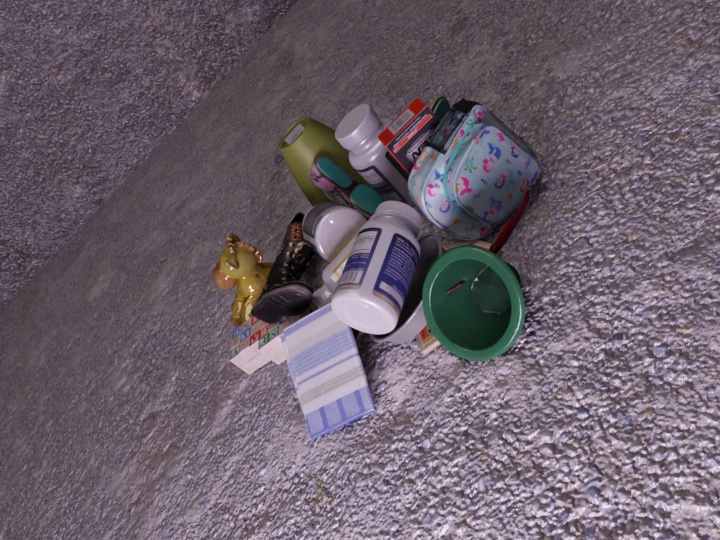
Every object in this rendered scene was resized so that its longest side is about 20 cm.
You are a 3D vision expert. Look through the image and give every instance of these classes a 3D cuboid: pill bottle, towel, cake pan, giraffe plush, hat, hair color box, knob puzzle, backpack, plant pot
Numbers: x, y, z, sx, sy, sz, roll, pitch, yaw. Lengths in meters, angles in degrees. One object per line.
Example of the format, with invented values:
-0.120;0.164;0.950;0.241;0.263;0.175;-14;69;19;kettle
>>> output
0.000;0.000;1.350;0.200;0.104;0.104;-47;30;2;pill bottle
-0.057;0.164;1.229;0.146;0.024;0.202;-31;66;27;towel
0.085;0.036;1.220;0.201;0.036;0.201;-51;19;25;cake pan
0.047;-0.226;1.452;0.119;0.200;0.120;-31;34;24;pill bottle
-0.248;0.015;1.594;0.201;0.162;0.172;-54;30;-9;giraffe plush
0.212;0.019;1.115;0.175;0.166;0.201;-23;-24;-50;hat
-0.055;-0.079;1.480;0.113;0.113;0.200;-49;18;-2;pill bottle
0.132;-0.194;1.303;0.101;0.200;0.061;-43;29;8;hair color box
0.145;0.018;1.217;0.218;0.030;0.221;-33;34;25;knob puzzle
0.034;-0.009;1.189;0.110;0.111;0.202;-12;47;45;pill bottle
0.183;-0.154;1.220;0.201;0.177;0.151;-52;28;10;backpack
-0.080;-0.238;1.629;0.186;0.200;0.189;-32;34;24;plant pot

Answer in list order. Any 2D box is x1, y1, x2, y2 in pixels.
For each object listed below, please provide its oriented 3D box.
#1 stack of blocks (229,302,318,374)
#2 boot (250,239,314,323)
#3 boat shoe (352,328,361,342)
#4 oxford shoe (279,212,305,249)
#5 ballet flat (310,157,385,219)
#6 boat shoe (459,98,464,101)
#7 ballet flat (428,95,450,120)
-0.172;0.126;1.474;0.199;0.058;0.116;-34;33;23;stack of blocks
-0.131;0.012;1.397;0.200;0.073;0.152;-32;33;57;boot
-0.021;0.098;1.273;0.063;0.073;0.203;29;97;41;boat shoe
-0.144;-0.063;1.589;0.070;0.074;0.201;-1;26;0;oxford shoe
-0.023;-0.156;1.533;0.069;0.199;0.071;-46;-11;-37;ballet flat
0.196;-0.274;1.419;0.066;0.072;0.202;-38;20;22;boat shoe
0.125;-0.228;1.384;0.063;0.068;0.203;22;114;44;ballet flat
